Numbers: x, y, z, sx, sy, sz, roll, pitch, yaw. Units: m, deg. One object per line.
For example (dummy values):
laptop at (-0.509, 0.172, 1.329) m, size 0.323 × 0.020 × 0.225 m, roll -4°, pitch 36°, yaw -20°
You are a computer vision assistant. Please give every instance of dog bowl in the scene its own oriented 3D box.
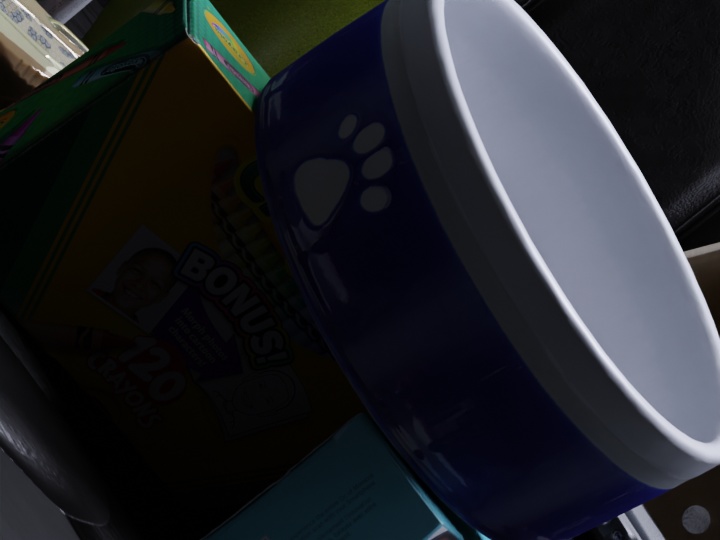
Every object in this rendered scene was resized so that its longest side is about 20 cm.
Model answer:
dog bowl at (0.050, -0.004, 0.907) m, size 0.200 × 0.079 × 0.200 m, roll 50°, pitch 21°, yaw -28°

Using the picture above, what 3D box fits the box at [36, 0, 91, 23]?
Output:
box at (-0.195, -0.245, 1.415) m, size 0.200 × 0.199 × 0.131 m, roll 51°, pitch 1°, yaw -2°

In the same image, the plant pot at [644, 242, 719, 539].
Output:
plant pot at (0.129, 0.115, 1.180) m, size 0.177 × 0.199 × 0.200 m, roll 94°, pitch -18°, yaw -76°

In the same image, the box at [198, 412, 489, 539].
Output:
box at (0.004, 0.112, 0.925) m, size 0.049 × 0.082 × 0.200 m, roll 52°, pitch 2°, yaw 19°

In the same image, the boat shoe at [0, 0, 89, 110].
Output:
boat shoe at (-0.147, -0.086, 1.078) m, size 0.200 × 0.073 × 0.063 m, roll 51°, pitch 27°, yaw -49°

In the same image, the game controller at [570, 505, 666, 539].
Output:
game controller at (0.119, 0.150, 1.019) m, size 0.200 × 0.042 × 0.104 m, roll 58°, pitch -13°, yaw 18°

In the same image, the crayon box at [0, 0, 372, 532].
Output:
crayon box at (-0.051, 0.007, 0.947) m, size 0.200 × 0.119 × 0.058 m, roll 51°, pitch 14°, yaw -24°

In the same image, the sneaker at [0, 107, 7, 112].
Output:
sneaker at (-0.081, 0.012, 1.039) m, size 0.200 × 0.074 × 0.082 m, roll 52°, pitch -1°, yaw -6°

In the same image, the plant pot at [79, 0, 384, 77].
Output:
plant pot at (-0.041, -0.108, 1.260) m, size 0.200 × 0.193 × 0.200 m, roll 51°, pitch 1°, yaw -1°
